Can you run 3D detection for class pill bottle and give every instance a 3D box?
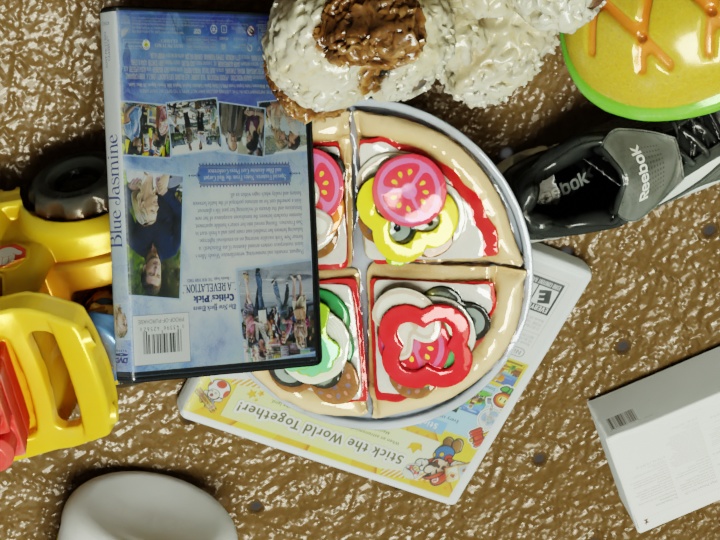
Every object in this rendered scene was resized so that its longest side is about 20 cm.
[{"bbox_3d":[-0.145,0.232,1.612,0.109,0.109,0.201,6,117,-18],"label":"pill bottle"}]

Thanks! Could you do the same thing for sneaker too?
[{"bbox_3d":[0.168,-0.064,1.529,0.199,0.091,0.067,-22,99,0],"label":"sneaker"}]

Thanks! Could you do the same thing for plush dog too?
[{"bbox_3d":[0.022,-0.151,1.403,0.172,0.200,0.161,-37,89,-20],"label":"plush dog"}]

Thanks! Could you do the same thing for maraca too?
[{"bbox_3d":[0.203,-0.156,1.462,0.199,0.138,0.107,-20,156,19],"label":"maraca"}]

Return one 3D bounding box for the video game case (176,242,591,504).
[{"bbox_3d":[0.015,0.041,1.597,0.199,0.023,0.183,20,112,-25],"label":"video game case"}]

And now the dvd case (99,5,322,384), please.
[{"bbox_3d":[-0.080,-0.043,1.437,0.142,0.017,0.201,-3,91,-45],"label":"dvd case"}]

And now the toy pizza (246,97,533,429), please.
[{"bbox_3d":[0.000,0.000,1.513,0.199,0.032,0.201,3,108,10],"label":"toy pizza"}]

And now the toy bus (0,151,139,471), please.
[{"bbox_3d":[-0.184,0.041,1.438,0.199,0.192,0.136,-12,120,2],"label":"toy bus"}]

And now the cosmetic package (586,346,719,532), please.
[{"bbox_3d":[0.251,0.087,1.668,0.199,0.051,0.083,-22,120,-1],"label":"cosmetic package"}]
